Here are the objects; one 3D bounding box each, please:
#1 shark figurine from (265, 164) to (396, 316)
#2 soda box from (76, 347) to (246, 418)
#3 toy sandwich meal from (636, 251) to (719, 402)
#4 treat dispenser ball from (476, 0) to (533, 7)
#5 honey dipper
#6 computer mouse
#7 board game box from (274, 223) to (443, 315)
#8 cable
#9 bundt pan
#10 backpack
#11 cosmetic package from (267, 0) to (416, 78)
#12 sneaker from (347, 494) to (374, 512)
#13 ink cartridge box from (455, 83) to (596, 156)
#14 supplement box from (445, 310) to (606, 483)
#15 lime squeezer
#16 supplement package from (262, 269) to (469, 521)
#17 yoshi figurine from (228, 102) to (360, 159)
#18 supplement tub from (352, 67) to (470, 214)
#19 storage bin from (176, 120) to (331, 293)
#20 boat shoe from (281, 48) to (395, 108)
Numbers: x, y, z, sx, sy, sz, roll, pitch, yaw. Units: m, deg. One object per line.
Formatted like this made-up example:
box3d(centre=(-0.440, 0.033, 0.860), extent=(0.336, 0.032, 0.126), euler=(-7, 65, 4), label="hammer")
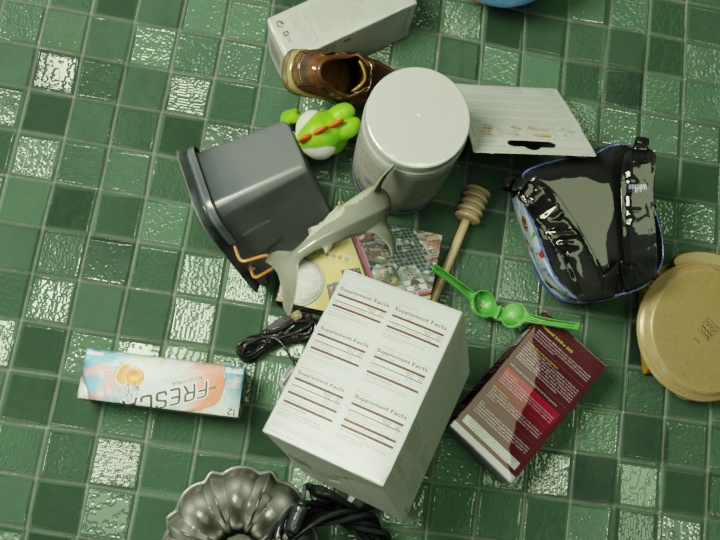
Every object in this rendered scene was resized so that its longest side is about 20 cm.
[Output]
box3d(centre=(-0.006, -0.039, 0.930), extent=(0.090, 0.128, 0.214), euler=(52, 50, 0), label="shark figurine")
box3d(centre=(-0.243, 0.143, 1.009), extent=(0.198, 0.068, 0.064), euler=(7, 77, -5), label="soda box")
box3d(centre=(0.454, 0.076, 1.097), extent=(0.203, 0.070, 0.207), euler=(1, 83, -6), label="toy sandwich meal")
box3d(centre=(0.203, -0.469, 1.115), extent=(0.199, 0.201, 0.203), euler=(1, 78, -5), label="treat dispenser ball")
box3d(centre=(0.126, -0.020, 1.100), extent=(0.038, 0.038, 0.201), euler=(22, 80, 0), label="honey dipper")
box3d(centre=(-0.067, 0.153, 1.041), extent=(0.109, 0.044, 0.201), euler=(-30, 77, -16), label="computer mouse")
box3d(centre=(0.000, 0.000, 1.070), extent=(0.198, 0.035, 0.137), euler=(12, 77, 4), label="board game box")
box3d(centre=(-0.035, 0.354, 0.949), extent=(0.200, 0.051, 0.164), euler=(45, 57, -34), label="cable")
box3d(centre=(-0.148, 0.340, 0.976), extent=(0.200, 0.076, 0.204), euler=(1, 79, -5), label="bundt pan")
box3d(centre=(0.298, -0.051, 1.063), extent=(0.198, 0.154, 0.192), euler=(-15, 78, 3), label="backpack")
box3d(centre=(-0.027, -0.335, 1.117), extent=(0.199, 0.102, 0.074), euler=(-26, 83, -9), label="cosmetic package")
box3d(centre=(0.043, 0.216, 1.031), extent=(0.077, 0.076, 0.201), euler=(31, 77, 26), label="sneaker")
box3d(centre=(0.208, -0.186, 1.077), extent=(0.161, 0.050, 0.201), euler=(1, 39, -5), label="ink cartridge box")
box3d(centre=(0.212, 0.164, 1.054), extent=(0.109, 0.061, 0.200), euler=(43, 78, 5), label="supplement box")
box3d(centre=(0.186, 0.043, 1.052), extent=(0.199, 0.071, 0.038), euler=(23, 53, 11), label="lime squeezer")
box3d(centre=(0.017, 0.144, 0.914), extent=(0.146, 0.192, 0.201), euler=(20, 68, 19), label="supplement package")
box3d(centre=(-0.091, -0.162, 1.092), extent=(0.199, 0.113, 0.112), euler=(-23, 40, 4), label="yoshi figurine")
box3d(centre=(0.059, -0.158, 1.036), extent=(0.131, 0.200, 0.133), euler=(1, 78, -6), label="supplement tub")
box3d(centre=(-0.111, -0.077, 0.979), extent=(0.133, 0.200, 0.146), euler=(-25, 59, 2), label="storage bin")
box3d(centre=(-0.012, -0.252, 1.070), extent=(0.199, 0.067, 0.073), euler=(-6, 103, -48), label="boat shoe")
